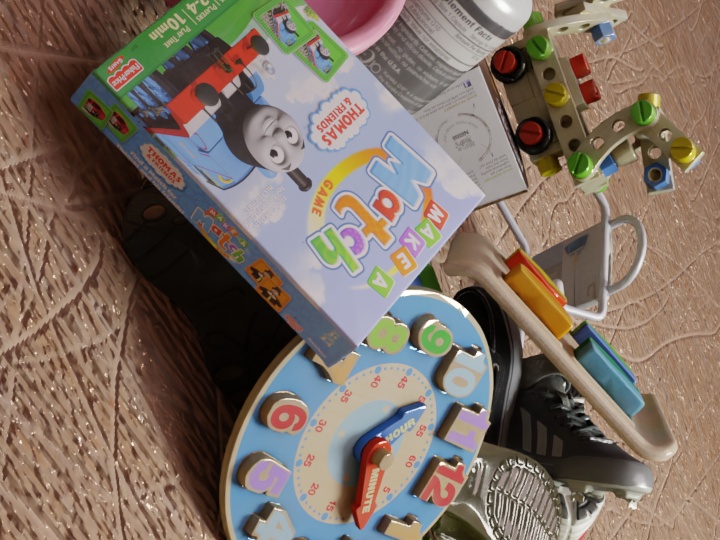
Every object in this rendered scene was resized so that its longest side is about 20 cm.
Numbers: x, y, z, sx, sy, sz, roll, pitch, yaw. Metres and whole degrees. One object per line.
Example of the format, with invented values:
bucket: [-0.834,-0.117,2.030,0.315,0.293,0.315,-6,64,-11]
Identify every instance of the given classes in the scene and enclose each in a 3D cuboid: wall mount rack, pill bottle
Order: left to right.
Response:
pill bottle: [0.045,-0.185,1.135,0.113,0.200,0.113,43,22,-22]
wall mount rack: [0.150,-0.029,1.380,0.074,0.200,0.175,16,66,-27]

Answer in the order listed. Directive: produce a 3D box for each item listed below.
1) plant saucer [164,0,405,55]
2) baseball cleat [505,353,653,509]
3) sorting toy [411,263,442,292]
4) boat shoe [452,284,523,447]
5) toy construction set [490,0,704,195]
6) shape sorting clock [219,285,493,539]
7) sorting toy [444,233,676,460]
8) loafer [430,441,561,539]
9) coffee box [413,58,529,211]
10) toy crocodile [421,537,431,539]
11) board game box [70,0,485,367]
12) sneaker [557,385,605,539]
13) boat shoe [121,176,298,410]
plant saucer: [-0.064,-0.211,1.033,0.200,0.051,0.202,14,61,-27]
baseball cleat: [0.149,0.117,1.254,0.070,0.200,0.107,16,83,-34]
sorting toy: [0.000,0.000,1.098,0.200,0.036,0.185,52,29,-10]
boat shoe: [0.075,0.091,1.256,0.066,0.070,0.201,47,45,-48]
toy construction set: [0.180,-0.143,1.299,0.092,0.131,0.201,41,31,-56]
shape sorting clock: [0.003,0.103,0.981,0.199,0.039,0.201,-24,130,-33]
sorting toy: [0.147,0.044,1.195,0.200,0.036,0.185,43,9,-1]
loafer: [0.069,0.151,1.157,0.200,0.067,0.076,39,64,-38]
coffee box: [0.058,-0.154,1.297,0.114,0.079,0.201,-87,155,-66]
toy crocodile: [0.007,0.226,1.043,0.200,0.061,0.068,-48,122,-57]
board game box: [-0.040,-0.067,0.922,0.200,0.037,0.151,47,49,-6]
sneaker: [0.147,0.155,1.386,0.201,0.077,0.085,-94,-166,-49]
boat shoe: [-0.064,0.010,0.973,0.074,0.075,0.200,-80,148,-48]
